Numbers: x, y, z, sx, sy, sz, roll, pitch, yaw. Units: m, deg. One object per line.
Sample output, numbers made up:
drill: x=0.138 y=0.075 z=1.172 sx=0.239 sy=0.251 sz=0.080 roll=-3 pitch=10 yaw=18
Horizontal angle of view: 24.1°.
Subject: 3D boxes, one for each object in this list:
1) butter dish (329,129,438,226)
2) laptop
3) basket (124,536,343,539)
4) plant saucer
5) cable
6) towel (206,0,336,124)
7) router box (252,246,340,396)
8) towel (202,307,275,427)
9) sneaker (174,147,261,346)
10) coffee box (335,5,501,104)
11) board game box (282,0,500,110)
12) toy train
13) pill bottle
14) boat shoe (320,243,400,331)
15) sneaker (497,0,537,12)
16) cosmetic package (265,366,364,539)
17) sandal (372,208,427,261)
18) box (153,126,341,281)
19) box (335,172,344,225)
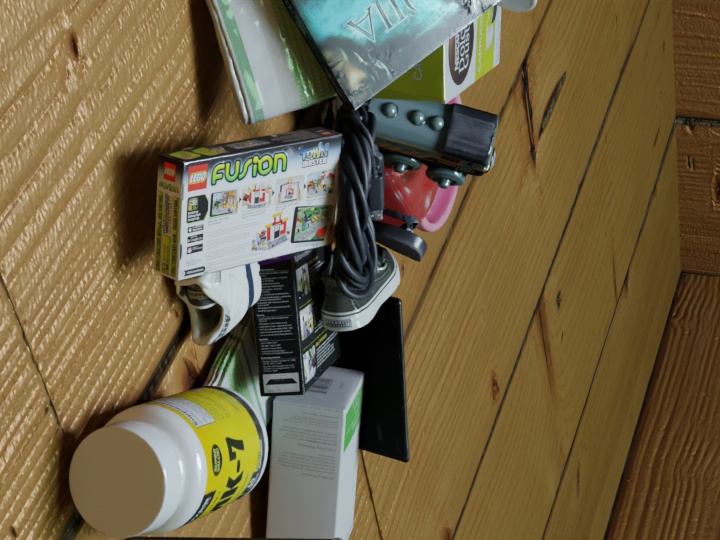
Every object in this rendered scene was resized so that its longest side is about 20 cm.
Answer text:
butter dish: x=0.048 y=-0.134 z=1.958 sx=0.200 sy=0.147 sz=0.201 roll=58 pitch=43 yaw=-60
laptop: x=0.014 y=0.095 z=1.932 sx=0.116 sy=0.199 sz=0.189 roll=-18 pitch=111 yaw=-43
basket: x=-0.130 y=0.316 z=1.537 sx=0.136 sy=0.199 sz=0.181 roll=64 pitch=37 yaw=-55
plant saucer: x=0.083 y=-0.152 z=2.191 sx=0.200 sy=0.050 sz=0.202 roll=6 pitch=90 yaw=-70
cable: x=-0.008 y=-0.070 z=1.658 sx=0.201 sy=0.050 sz=0.164 roll=88 pitch=8 yaw=-50
towel: x=-0.044 y=-0.240 z=1.612 sx=0.199 sy=0.031 sz=0.150 roll=-22 pitch=111 yaw=-18
router box: x=-0.066 y=0.037 z=1.765 sx=0.200 sy=0.051 sz=0.150 roll=-40 pitch=126 yaw=-77
towel: x=-0.124 y=0.122 z=1.752 sx=0.150 sy=0.030 sz=0.201 roll=80 pitch=23 yaw=-43
sneaker: x=-0.143 y=-0.022 z=1.585 sx=0.081 sy=0.076 sz=0.201 roll=-49 pitch=140 yaw=-40
coffee box: x=0.028 y=-0.297 z=1.766 sx=0.198 sy=0.199 sz=0.201 roll=-41 pitch=134 yaw=-61
board game box: x=0.035 y=-0.264 z=1.601 sx=0.200 sy=0.028 sz=0.136 roll=-38 pitch=114 yaw=-12
toy train: x=0.057 y=-0.153 z=1.829 sx=0.114 sy=0.199 sz=0.086 roll=132 pitch=-26 yaw=-76
pill bottle: x=-0.170 y=0.171 z=1.506 sx=0.200 sy=0.114 sz=0.115 roll=-12 pitch=108 yaw=-69
boat shoe: x=0.000 y=0.000 z=1.802 sx=0.200 sy=0.070 sz=0.064 roll=-65 pitch=152 yaw=-69
sneaker: x=0.154 y=-0.360 z=1.712 sx=0.200 sy=0.070 sz=0.100 roll=68 pitch=32 yaw=-61
cosmetic package: x=-0.051 y=0.216 z=1.860 sx=0.108 sy=0.084 sz=0.201 roll=-61 pitch=156 yaw=-65
sandal: x=0.028 y=-0.049 z=1.832 sx=0.043 sy=0.076 sz=0.200 roll=-64 pitch=-167 yaw=1
box: x=-0.100 y=-0.063 z=1.539 sx=0.199 sy=0.035 sz=0.111 roll=-14 pitch=116 yaw=-45
box: x=-0.075 y=-0.082 z=1.715 sx=0.200 sy=0.094 sz=0.078 roll=-28 pitch=122 yaw=-65
